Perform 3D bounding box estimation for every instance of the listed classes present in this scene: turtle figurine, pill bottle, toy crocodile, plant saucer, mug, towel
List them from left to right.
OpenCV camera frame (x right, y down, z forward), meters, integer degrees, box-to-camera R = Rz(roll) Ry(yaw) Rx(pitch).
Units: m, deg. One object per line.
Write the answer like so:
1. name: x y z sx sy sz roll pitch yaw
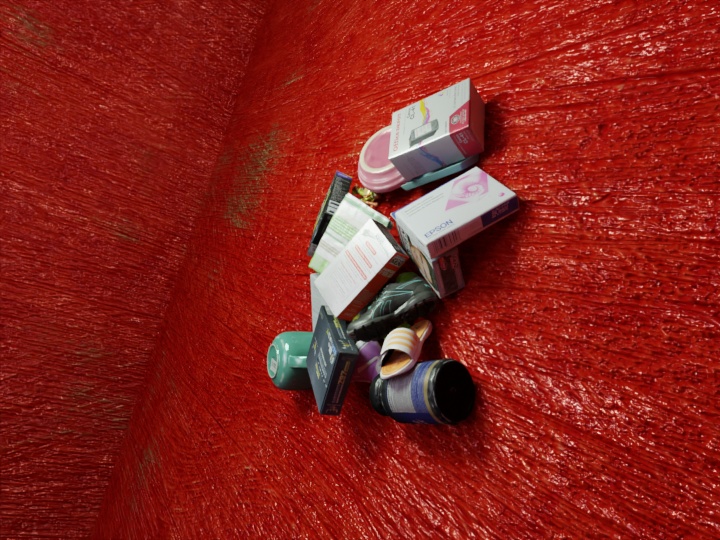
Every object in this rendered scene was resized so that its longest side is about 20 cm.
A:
1. mug: -0.176 0.230 1.372 0.186 0.112 0.154 -59 37 42
2. towel: -0.024 -0.060 1.222 0.148 0.031 0.202 35 101 27
3. turtle figurine: 0.039 -0.222 1.368 0.164 0.064 0.200 -62 22 -1
4. plant saucer: 0.073 -0.289 1.297 0.197 0.051 0.204 -18 52 24
5. toy crocodile: 0.088 0.100 1.130 0.067 0.060 0.205 143 135 -67
6. pill bottle: 0.108 0.229 0.977 0.199 0.110 0.114 -20 57 52
7. plant saucer: 0.176 -0.217 1.165 0.198 0.069 0.019 -10 108 54

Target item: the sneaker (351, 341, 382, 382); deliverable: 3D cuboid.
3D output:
1. sneaker: 0.014 0.233 1.159 0.115 0.072 0.201 48 150 14

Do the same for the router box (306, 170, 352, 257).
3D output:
1. router box: -0.088 -0.150 1.454 0.201 0.051 0.160 122 164 -53

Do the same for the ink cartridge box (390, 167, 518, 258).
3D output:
1. ink cartridge box: 0.173 -0.128 1.022 0.194 0.044 0.201 -30 38 -5

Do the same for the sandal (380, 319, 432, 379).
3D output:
1. sandal: 0.080 0.136 1.012 0.078 0.060 0.207 -25 11 31

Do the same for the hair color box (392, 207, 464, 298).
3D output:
1. hair color box: 0.138 -0.046 1.078 0.060 0.100 0.201 -25 38 -6

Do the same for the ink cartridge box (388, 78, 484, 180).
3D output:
1. ink cartridge box: 0.166 -0.304 1.137 0.197 0.085 0.150 -15 54 32

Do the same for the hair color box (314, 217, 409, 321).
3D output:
1. hair color box: 0.000 0.000 1.145 0.200 0.063 0.112 -48 57 18

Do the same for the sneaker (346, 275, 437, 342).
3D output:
1. sneaker: 0.059 0.080 1.069 0.197 0.076 0.080 -25 53 -1

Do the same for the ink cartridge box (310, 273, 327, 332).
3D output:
1. ink cartridge box: -0.084 0.121 1.342 0.196 0.042 0.205 -156 61 -68

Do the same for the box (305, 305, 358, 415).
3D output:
1. box: -0.068 0.195 1.160 0.201 0.050 0.161 -119 42 -61

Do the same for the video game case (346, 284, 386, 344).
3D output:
1. video game case: 0.013 0.079 1.234 0.201 0.025 0.184 127 150 -51
